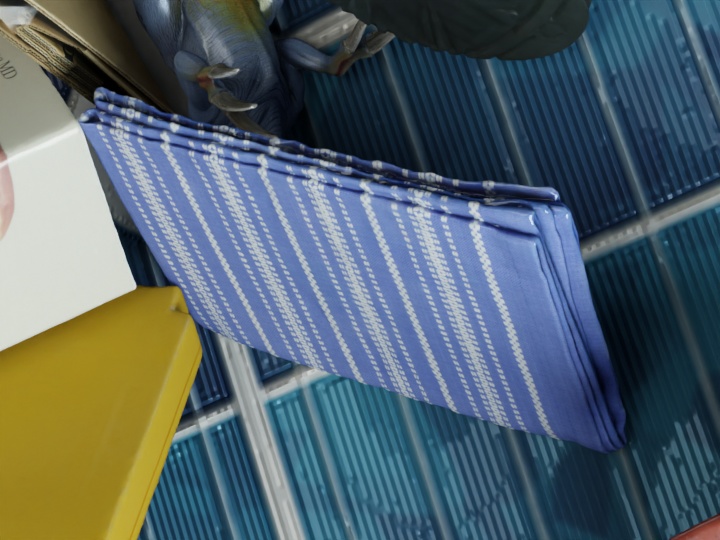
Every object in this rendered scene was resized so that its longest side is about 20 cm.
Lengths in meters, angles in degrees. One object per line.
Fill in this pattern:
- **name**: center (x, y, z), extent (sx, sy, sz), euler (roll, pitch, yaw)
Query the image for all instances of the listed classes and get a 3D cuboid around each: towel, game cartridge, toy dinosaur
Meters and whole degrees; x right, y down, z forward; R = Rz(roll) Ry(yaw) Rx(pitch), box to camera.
- **towel**: center (0.000, 0.000, 0.789), extent (0.199, 0.145, 0.024), euler (16, 59, 29)
- **game cartridge**: center (-0.173, 0.071, 0.822), extent (0.199, 0.177, 0.033), euler (3, 134, 14)
- **toy dinosaur**: center (-0.041, -0.085, 0.863), extent (0.200, 0.105, 0.182), euler (-175, 76, -66)

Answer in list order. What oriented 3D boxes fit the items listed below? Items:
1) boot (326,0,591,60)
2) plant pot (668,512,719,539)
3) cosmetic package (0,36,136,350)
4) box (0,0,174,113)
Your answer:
- **boot**: center (0.002, -0.180, 0.805), extent (0.073, 0.198, 0.163), euler (132, 151, -54)
- **plant pot**: center (0.175, 0.167, 0.649), extent (0.200, 0.201, 0.196), euler (-27, 66, 26)
- **cosmetic package**: center (-0.202, -0.008, 0.826), extent (0.199, 0.087, 0.103), euler (-26, 41, -14)
- **box**: center (-0.160, -0.156, 0.852), extent (0.021, 0.163, 0.200), euler (-36, 65, 8)
